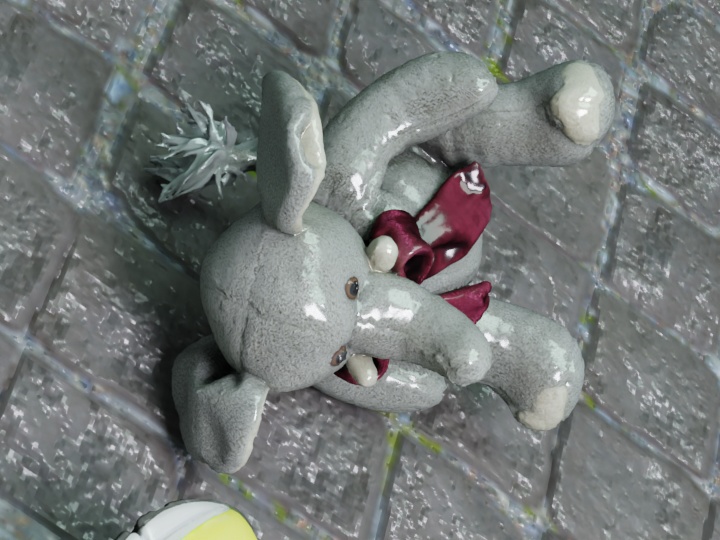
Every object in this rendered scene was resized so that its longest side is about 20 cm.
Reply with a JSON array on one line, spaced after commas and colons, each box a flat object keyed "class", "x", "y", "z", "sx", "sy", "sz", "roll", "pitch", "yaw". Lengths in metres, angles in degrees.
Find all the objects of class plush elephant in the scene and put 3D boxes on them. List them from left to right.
[{"class": "plush elephant", "x": 0.000, "y": 0.000, "z": 1.127, "sx": 0.199, "sy": 0.165, "sz": 0.155, "roll": 13, "pitch": 28, "yaw": 2}]

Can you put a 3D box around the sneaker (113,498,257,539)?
[{"class": "sneaker", "x": -0.079, "y": 0.160, "z": 0.962, "sx": 0.090, "sy": 0.078, "sz": 0.200, "roll": 33, "pitch": 49, "yaw": 6}]
